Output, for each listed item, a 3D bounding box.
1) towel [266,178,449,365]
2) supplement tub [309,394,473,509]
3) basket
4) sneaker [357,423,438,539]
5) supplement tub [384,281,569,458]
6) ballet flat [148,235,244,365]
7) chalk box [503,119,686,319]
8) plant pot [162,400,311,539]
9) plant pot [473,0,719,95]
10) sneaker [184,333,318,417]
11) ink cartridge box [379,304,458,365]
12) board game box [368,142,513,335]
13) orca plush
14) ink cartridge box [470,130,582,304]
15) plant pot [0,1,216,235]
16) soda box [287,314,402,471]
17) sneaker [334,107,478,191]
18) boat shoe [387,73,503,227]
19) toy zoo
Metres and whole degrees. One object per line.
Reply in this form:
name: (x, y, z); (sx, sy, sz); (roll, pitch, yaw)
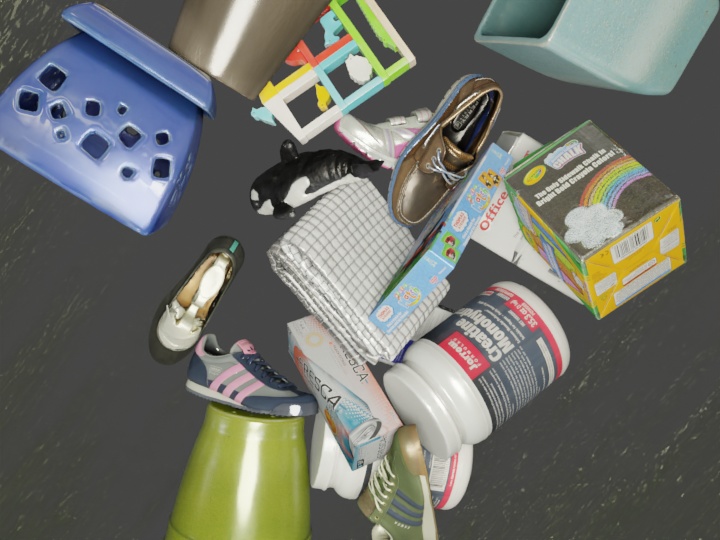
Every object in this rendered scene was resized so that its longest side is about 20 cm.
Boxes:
towel: (0.000, 0.000, 0.906); (0.200, 0.166, 0.085); (50, 139, -8)
supplement tub: (0.039, 0.240, 0.988); (0.198, 0.140, 0.142); (10, 103, -9)
basket: (-0.117, -0.307, 0.824); (0.180, 0.136, 0.201); (24, 101, -41)
sneaker: (0.039, 0.270, 0.881); (0.089, 0.067, 0.201); (-12, 127, -1)
supplement tub: (0.143, 0.120, 0.902); (0.199, 0.140, 0.141); (-34, 107, -19)
ballet flat: (-0.218, 0.043, 0.944); (0.068, 0.068, 0.201); (29, 99, -13)
chalk box: (0.253, -0.071, 0.840); (0.124, 0.201, 0.124); (-33, 138, 2)
plant pot: (-0.147, 0.273, 0.960); (0.198, 0.200, 0.195); (8, 92, -9)
plant pot: (0.292, -0.309, 0.861); (0.199, 0.196, 0.197); (24, 100, -22)
sneaker: (-0.139, 0.133, 0.938); (0.198, 0.070, 0.083); (10, 89, 24)
ink cartridge box: (0.091, 0.094, 1.011); (0.199, 0.039, 0.100); (21, 100, -13)
board game box: (0.092, -0.037, 0.837); (0.036, 0.200, 0.151); (36, 140, -1)
orca plush: (-0.073, -0.119, 0.871); (0.105, 0.199, 0.071); (-50, 120, -26)
ink cartridge box: (0.239, -0.071, 0.962); (0.199, 0.084, 0.147); (29, 98, -13)
plant pot: (-0.268, -0.171, 0.823); (0.199, 0.200, 0.181); (31, 92, -12)
soda box: (-0.024, 0.144, 0.923); (0.068, 0.200, 0.064); (-19, 141, -20)
sneaker: (0.064, -0.166, 0.925); (0.198, 0.081, 0.089); (16, 101, -19)
boat shoe: (0.097, -0.138, 0.859); (0.072, 0.072, 0.201); (25, 99, -20)
toy zoo: (-0.050, -0.245, 0.887); (0.199, 0.020, 0.132); (-34, 79, 3)
